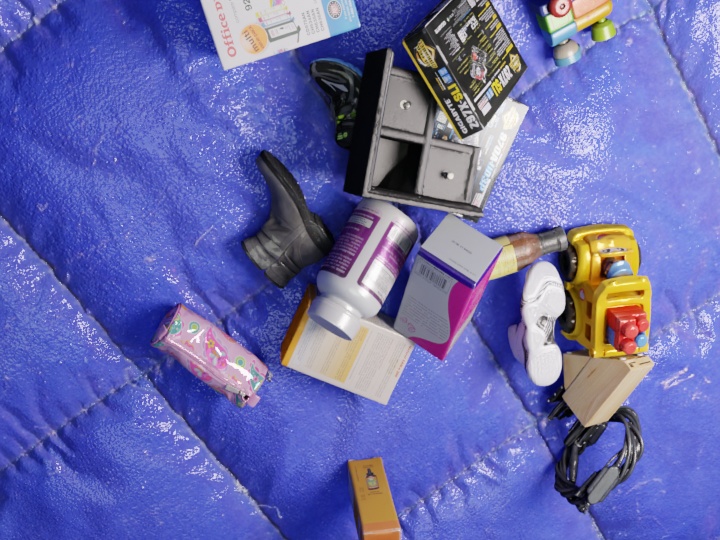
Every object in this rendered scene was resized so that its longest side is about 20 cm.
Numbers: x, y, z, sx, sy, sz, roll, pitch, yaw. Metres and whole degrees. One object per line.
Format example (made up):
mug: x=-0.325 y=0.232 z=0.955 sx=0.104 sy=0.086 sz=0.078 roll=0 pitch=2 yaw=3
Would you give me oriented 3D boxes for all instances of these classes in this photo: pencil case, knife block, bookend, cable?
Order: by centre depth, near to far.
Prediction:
bookend: x=0.093 y=-0.193 z=1.119 sx=0.195 sy=0.092 sz=0.204 roll=8 pitch=97 yaw=-21
pencil case: x=-0.242 y=0.141 z=1.255 sx=0.199 sy=0.088 sz=0.088 roll=41 pitch=100 yaw=-18
knife block: x=0.407 y=0.228 z=1.325 sx=0.063 sy=0.198 sz=0.180 roll=-7 pitch=93 yaw=-32
cable: x=0.425 y=0.327 z=1.375 sx=0.050 sy=0.163 sz=0.202 roll=32 pitch=95 yaw=-11

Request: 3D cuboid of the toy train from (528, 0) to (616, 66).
toy train: x=0.360 y=-0.400 z=1.156 sx=0.197 sy=0.085 sz=0.117 roll=-28 pitch=121 yaw=2

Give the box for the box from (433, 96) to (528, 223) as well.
box: x=0.151 y=-0.196 z=1.212 sx=0.156 sy=0.046 sz=0.204 roll=18 pitch=105 yaw=-14

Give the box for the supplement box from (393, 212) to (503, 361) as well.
supplement box: x=0.132 y=0.029 z=1.197 sx=0.100 sy=0.103 sz=0.202 roll=32 pitch=141 yaw=14

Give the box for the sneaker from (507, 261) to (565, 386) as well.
sneaker: x=0.291 y=0.082 z=1.300 sx=0.073 sy=0.115 sz=0.205 roll=-3 pitch=97 yaw=-7

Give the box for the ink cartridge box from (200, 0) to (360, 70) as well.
ink cartridge box: x=-0.118 y=-0.380 z=1.056 sx=0.196 sy=0.145 sz=0.150 roll=-17 pitch=112 yaw=-1

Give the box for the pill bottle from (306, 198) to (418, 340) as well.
pill bottle: x=0.000 y=0.000 z=1.189 sx=0.111 sy=0.112 sz=0.203 roll=35 pitch=76 yaw=-18

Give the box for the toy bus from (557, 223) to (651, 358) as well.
toy bus: x=0.412 y=0.044 z=1.258 sx=0.132 sy=0.192 sz=0.205 roll=-5 pitch=109 yaw=-5

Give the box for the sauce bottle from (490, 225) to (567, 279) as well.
sauce bottle: x=0.243 y=-0.025 z=1.275 sx=0.195 sy=0.066 sz=0.067 roll=-15 pitch=111 yaw=-1

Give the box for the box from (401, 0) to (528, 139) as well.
box: x=0.154 y=-0.307 z=1.098 sx=0.049 sy=0.201 sz=0.161 roll=-16 pitch=117 yaw=42

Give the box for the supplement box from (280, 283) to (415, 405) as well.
supplement box: x=-0.021 y=0.123 z=1.284 sx=0.196 sy=0.074 sz=0.128 roll=23 pitch=105 yaw=-13

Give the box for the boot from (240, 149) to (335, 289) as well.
boot: x=-0.138 y=-0.073 z=1.206 sx=0.130 sy=0.070 sz=0.202 roll=-31 pitch=106 yaw=9

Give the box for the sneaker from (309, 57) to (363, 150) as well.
sneaker: x=-0.011 y=-0.228 z=1.154 sx=0.083 sy=0.070 sz=0.201 roll=-48 pitch=115 yaw=-29

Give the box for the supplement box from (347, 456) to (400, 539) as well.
supplement box: x=0.021 y=0.405 z=1.323 sx=0.065 sy=0.201 sz=0.070 roll=-4 pitch=114 yaw=-6
